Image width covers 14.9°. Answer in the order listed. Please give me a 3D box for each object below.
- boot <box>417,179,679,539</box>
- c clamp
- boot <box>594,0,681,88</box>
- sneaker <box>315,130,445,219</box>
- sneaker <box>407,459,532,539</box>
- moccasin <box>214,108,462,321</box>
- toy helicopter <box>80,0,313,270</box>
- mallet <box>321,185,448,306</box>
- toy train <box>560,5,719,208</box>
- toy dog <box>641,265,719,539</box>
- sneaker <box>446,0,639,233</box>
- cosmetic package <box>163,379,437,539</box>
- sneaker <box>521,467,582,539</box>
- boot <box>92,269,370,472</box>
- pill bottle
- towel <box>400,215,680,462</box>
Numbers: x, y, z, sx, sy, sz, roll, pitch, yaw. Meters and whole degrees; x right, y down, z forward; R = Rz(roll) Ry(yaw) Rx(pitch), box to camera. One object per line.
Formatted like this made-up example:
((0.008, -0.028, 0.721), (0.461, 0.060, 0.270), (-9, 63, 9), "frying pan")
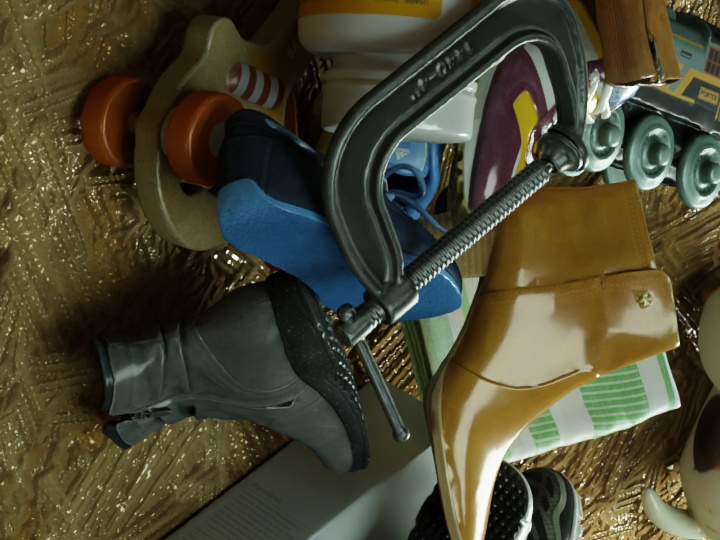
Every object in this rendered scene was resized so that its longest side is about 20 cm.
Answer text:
((0.105, 0.055, 1.511), (0.143, 0.071, 0.202), (-6, 95, -2), "boot")
((0.049, -0.041, 1.362), (0.200, 0.027, 0.171), (-44, 130, -19), "c clamp")
((0.151, -0.200, 1.480), (0.188, 0.068, 0.201), (-27, 102, -74), "boot")
((0.032, -0.100, 1.473), (0.075, 0.105, 0.201), (11, 108, -15), "sneaker")
((0.032, 0.197, 1.577), (0.200, 0.074, 0.080), (-46, 161, -1), "sneaker")
((-0.003, -0.029, 1.391), (0.200, 0.080, 0.069), (37, 42, -58), "moccasin")
((-0.047, -0.093, 1.432), (0.200, 0.079, 0.132), (-56, 136, -25), "toy helicopter")
((0.000, 0.000, 1.553), (0.199, 0.066, 0.041), (-27, 95, -7), "mallet")
((0.158, -0.107, 1.642), (0.199, 0.085, 0.115), (16, 87, -47), "toy train")
((0.278, 0.084, 1.861), (0.193, 0.140, 0.201), (-8, 129, -1), "toy dog")
((0.107, -0.100, 1.498), (0.075, 0.090, 0.201), (102, 5, -62), "sneaker")
((-0.029, 0.165, 1.606), (0.200, 0.071, 0.102), (-37, 135, -27), "cosmetic package")
((0.068, 0.182, 1.716), (0.088, 0.074, 0.200), (54, 54, -21), "sneaker")
((-0.072, 0.066, 1.492), (0.131, 0.070, 0.200), (-19, 147, 2), "boot")
((0.025, -0.168, 1.389), (0.109, 0.109, 0.201), (6, 88, -49), "pill bottle")
((0.105, 0.031, 1.645), (0.199, 0.023, 0.153), (-10, 84, -43), "towel")
